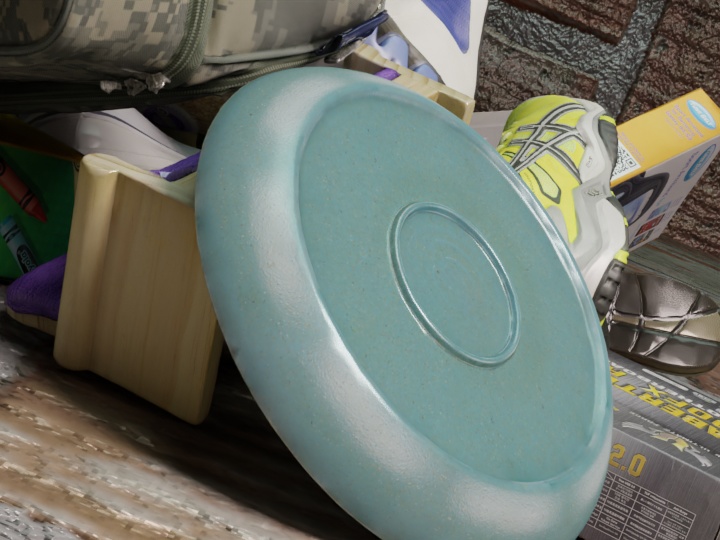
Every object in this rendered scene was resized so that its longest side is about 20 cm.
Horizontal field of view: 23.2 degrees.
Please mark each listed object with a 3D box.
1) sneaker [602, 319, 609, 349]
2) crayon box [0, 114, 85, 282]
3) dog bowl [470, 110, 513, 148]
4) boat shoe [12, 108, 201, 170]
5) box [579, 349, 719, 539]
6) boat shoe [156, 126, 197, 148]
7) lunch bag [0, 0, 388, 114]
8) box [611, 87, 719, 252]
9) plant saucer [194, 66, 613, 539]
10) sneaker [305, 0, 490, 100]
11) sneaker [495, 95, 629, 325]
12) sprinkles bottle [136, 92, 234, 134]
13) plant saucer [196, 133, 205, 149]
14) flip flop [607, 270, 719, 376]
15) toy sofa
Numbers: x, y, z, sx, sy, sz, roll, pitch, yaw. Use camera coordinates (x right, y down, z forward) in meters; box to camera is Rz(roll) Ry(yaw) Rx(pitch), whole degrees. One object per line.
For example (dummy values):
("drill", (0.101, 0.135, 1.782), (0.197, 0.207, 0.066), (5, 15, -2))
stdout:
("sneaker", (0.056, 0.003, 0.993), (0.114, 0.077, 0.199), (-17, -47, 41))
("crayon box", (-0.219, -0.061, 0.752), (0.199, 0.059, 0.118), (27, 9, 34))
("dog bowl", (0.036, -0.067, 1.205), (0.198, 0.059, 0.200), (-6, -1, 0))
("boat shoe", (-0.089, -0.025, 0.849), (0.200, 0.072, 0.066), (37, 27, -55))
("box", (0.083, 0.062, 0.772), (0.199, 0.049, 0.158), (25, 10, 22))
("boat shoe", (-0.162, -0.088, 0.994), (0.199, 0.069, 0.075), (32, -4, 36))
("lunch bag", (-0.103, -0.131, 0.681), (0.199, 0.141, 0.167), (3, 0, 39))
("box", (0.151, -0.042, 1.102), (0.199, 0.119, 0.042), (-23, 65, -32))
("plant saucer", (0.027, 0.009, 0.619), (0.199, 0.027, 0.202), (30, 43, -33))
("sneaker", (-0.001, -0.133, 0.810), (0.080, 0.200, 0.115), (-14, 28, 30))
("sneaker", (0.083, -0.042, 0.870), (0.076, 0.076, 0.200), (16, 25, -8))
("sprinkles bottle", (-0.091, -0.105, 0.899), (0.198, 0.069, 0.068), (13, 6, 12))
("plant saucer", (-0.114, -0.105, 1.032), (0.199, 0.201, 0.048), (30, 55, 24))
("flip flop", (0.149, 0.021, 1.180), (0.198, 0.082, 0.058), (19, -19, 2))
("toy sofa", (-0.044, -0.028, 0.690), (0.097, 0.083, 0.200), (26, 30, 21))
